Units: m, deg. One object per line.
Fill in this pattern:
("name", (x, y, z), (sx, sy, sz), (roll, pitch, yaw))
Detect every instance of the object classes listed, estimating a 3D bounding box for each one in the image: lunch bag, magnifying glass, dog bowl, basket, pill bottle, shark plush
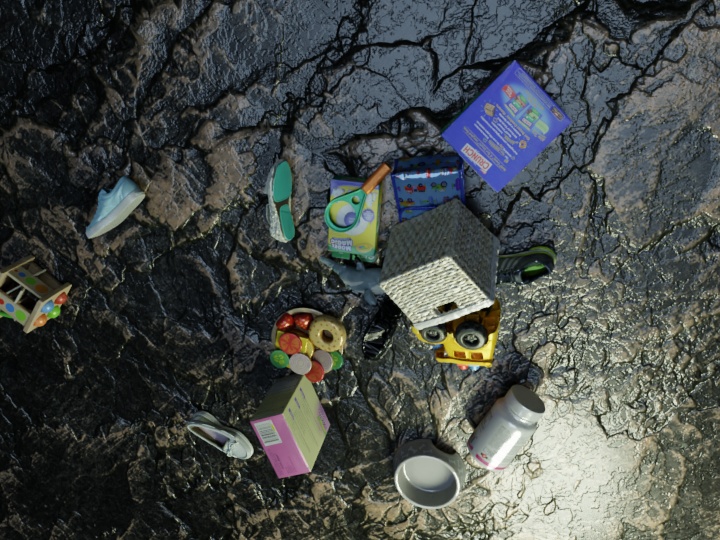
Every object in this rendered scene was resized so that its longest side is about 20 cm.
("lunch bag", (0.157, -0.147, 1.350), (0.150, 0.094, 0.201), (-3, 123, 13))
("magnifying glass", (-0.005, -0.163, 1.358), (0.080, 0.022, 0.200), (43, 113, -5))
("dog bowl", (0.180, 0.549, 1.630), (0.199, 0.059, 0.201), (5, 112, 12))
("basket", (0.168, -0.017, 1.291), (0.198, 0.200, 0.161), (-23, 124, 35))
("pill bottle", (0.357, 0.384, 1.490), (0.113, 0.113, 0.200), (29, 116, 1))
("shark plush", (0.000, 0.000, 1.452), (0.200, 0.091, 0.084), (29, 132, 26))

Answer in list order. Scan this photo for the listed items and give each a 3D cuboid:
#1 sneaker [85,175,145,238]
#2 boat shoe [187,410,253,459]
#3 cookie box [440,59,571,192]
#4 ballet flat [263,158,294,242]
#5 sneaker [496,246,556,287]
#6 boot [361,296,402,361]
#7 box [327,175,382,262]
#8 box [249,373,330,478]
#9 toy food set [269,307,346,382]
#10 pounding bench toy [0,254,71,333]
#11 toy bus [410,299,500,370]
("sneaker", (-0.631, -0.162, 1.537), (0.200, 0.074, 0.082), (-37, 91, 15))
("boat shoe", (-0.400, 0.479, 1.738), (0.202, 0.065, 0.074), (38, 115, -3))
("cookie box", (0.290, -0.292, 1.240), (0.171, 0.075, 0.200), (44, 106, -6))
("ballet flat", (-0.199, -0.162, 1.432), (0.071, 0.072, 0.201), (3, 112, 12))
("sneaker", (0.336, 0.002, 1.357), (0.199, 0.081, 0.074), (-20, 105, 20))
("boot", (0.040, 0.163, 1.449), (0.073, 0.163, 0.199), (26, 115, 4))
("box", (-0.015, -0.113, 1.415), (0.117, 0.048, 0.201), (8, 115, 11))
("box", (-0.176, 0.394, 1.574), (0.096, 0.200, 0.176), (-17, 107, 19))
("toy food set", (-0.136, 0.190, 1.563), (0.199, 0.049, 0.199), (14, 112, 7))
("pounding bench toy", (-0.915, 0.094, 1.674), (0.156, 0.124, 0.200), (38, 115, -4))
("toy bus", (0.225, 0.158, 1.434), (0.199, 0.136, 0.192), (4, 128, 14))
